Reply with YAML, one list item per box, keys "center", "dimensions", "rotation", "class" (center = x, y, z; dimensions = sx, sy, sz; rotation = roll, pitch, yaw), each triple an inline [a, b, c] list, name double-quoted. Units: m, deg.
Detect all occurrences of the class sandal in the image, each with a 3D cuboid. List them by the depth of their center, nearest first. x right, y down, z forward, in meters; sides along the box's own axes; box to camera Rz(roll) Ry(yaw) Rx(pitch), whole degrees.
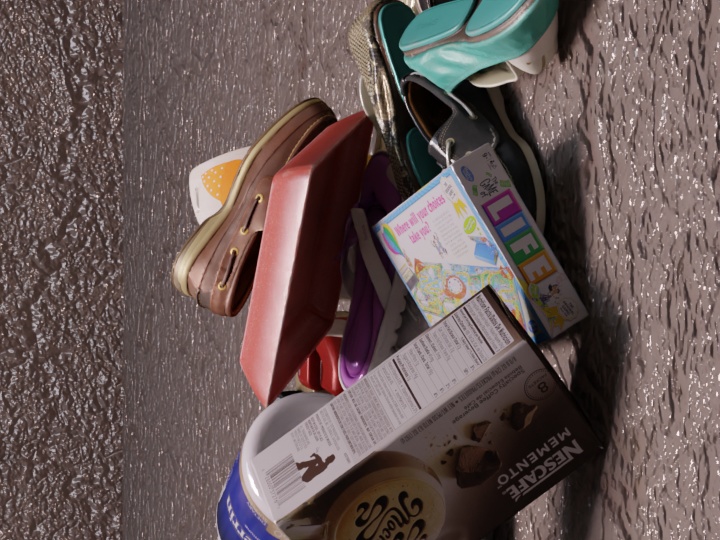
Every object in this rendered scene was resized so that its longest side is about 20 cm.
- center: [0.004, -0.001, 1.490]
  dimensions: [0.082, 0.049, 0.205]
  rotation: [-10, 73, 58]
  class: "sandal"

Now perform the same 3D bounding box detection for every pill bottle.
- center: [-0.053, 0.185, 1.465]
  dimensions: [0.200, 0.115, 0.117]
  rotation: [115, 150, -60]
  class: "pill bottle"

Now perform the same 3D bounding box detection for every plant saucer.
- center: [-0.045, -0.018, 1.466]
  dimensions: [0.200, 0.036, 0.202]
  rotation: [-51, -26, -67]
  class: "plant saucer"

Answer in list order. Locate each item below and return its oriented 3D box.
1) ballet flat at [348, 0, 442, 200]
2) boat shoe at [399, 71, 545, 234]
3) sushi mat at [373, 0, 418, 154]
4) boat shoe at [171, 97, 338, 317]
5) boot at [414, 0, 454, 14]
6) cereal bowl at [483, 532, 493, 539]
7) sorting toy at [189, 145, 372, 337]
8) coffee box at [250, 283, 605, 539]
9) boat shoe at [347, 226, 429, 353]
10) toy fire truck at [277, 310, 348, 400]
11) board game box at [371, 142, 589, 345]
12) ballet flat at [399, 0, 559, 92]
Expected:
- center: [0.038, -0.114, 1.455]
  dimensions: [0.075, 0.067, 0.202]
  rotation: [-30, 77, 54]
  class: "ballet flat"
- center: [0.083, -0.080, 1.351]
  dimensions: [0.201, 0.067, 0.072]
  rotation: [-112, 26, -42]
  class: "boat shoe"
- center: [0.034, -0.154, 1.521]
  dimensions: [0.096, 0.012, 0.202]
  rotation: [-126, 38, -62]
  class: "sushi mat"
- center: [-0.075, -0.050, 1.541]
  dimensions: [0.067, 0.072, 0.201]
  rotation: [36, 92, 26]
  class: "boat shoe"
- center: [0.090, -0.252, 1.311]
  dimensions: [0.151, 0.073, 0.202]
  rotation: [-123, 41, -64]
  class: "boot"
- center: [0.051, 0.193, 1.452]
  dimensions: [0.200, 0.083, 0.202]
  rotation: [179, 90, -74]
  class: "cereal bowl"
- center: [-0.035, -0.012, 1.640]
  dimensions: [0.107, 0.199, 0.182]
  rotation: [-32, 59, 44]
  class: "sorting toy"
- center: [0.044, 0.120, 1.209]
  dimensions: [0.113, 0.199, 0.080]
  rotation: [52, -176, -31]
  class: "coffee box"
- center: [0.034, -0.004, 1.546]
  dimensions: [0.069, 0.071, 0.201]
  rotation: [-56, 29, 35]
  class: "boat shoe"
- center: [-0.015, 0.140, 1.662]
  dimensions: [0.200, 0.128, 0.178]
  rotation: [20, 110, 62]
  class: "toy fire truck"
- center: [0.080, -0.002, 1.314]
  dimensions: [0.135, 0.034, 0.200]
  rotation: [59, 162, 1]
  class: "board game box"
- center: [0.098, -0.165, 1.281]
  dimensions: [0.068, 0.070, 0.200]
  rotation: [-60, 19, -17]
  class: "ballet flat"
